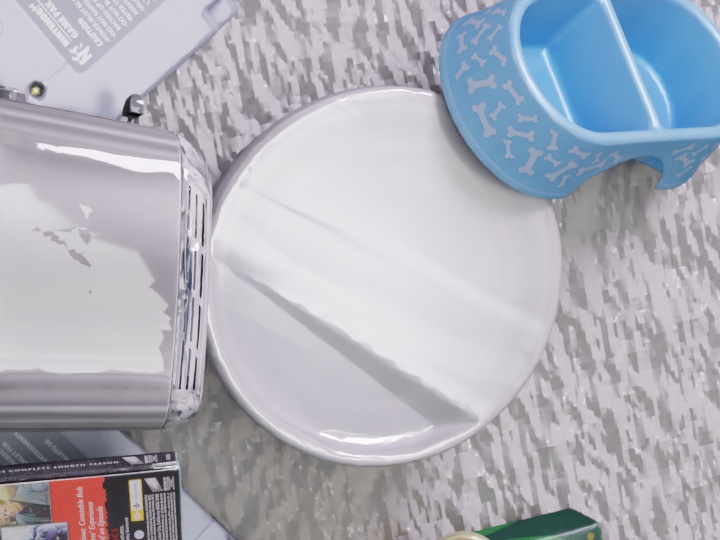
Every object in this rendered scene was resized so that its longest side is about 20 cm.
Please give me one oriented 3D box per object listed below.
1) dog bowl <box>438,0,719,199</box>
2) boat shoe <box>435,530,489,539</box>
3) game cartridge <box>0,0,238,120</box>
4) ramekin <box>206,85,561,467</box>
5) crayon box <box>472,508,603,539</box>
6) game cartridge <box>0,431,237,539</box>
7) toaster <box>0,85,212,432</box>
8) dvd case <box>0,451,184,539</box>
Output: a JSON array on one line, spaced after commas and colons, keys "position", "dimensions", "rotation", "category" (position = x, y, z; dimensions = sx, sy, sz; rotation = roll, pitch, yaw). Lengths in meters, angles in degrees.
[{"position": [0.131, -0.101, 1.435], "dimensions": [0.199, 0.050, 0.112], "rotation": [-5, 69, -44], "category": "dog bowl"}, {"position": [0.014, 0.229, 1.426], "dimensions": [0.073, 0.063, 0.201], "rotation": [45, 84, -15], "category": "boat shoe"}, {"position": [-0.175, -0.170, 1.399], "dimensions": [0.133, 0.041, 0.200], "rotation": [-42, 105, -12], "category": "game cartridge"}, {"position": [0.000, 0.000, 1.436], "dimensions": [0.201, 0.094, 0.203], "rotation": [-2, 96, -17], "category": "ramekin"}, {"position": [0.046, 0.219, 1.494], "dimensions": [0.199, 0.051, 0.128], "rotation": [-13, 99, -14], "category": "crayon box"}, {"position": [-0.166, 0.139, 1.432], "dimensions": [0.133, 0.040, 0.200], "rotation": [-47, 105, -11], "category": "game cartridge"}, {"position": [-0.148, 0.009, 1.354], "dimensions": [0.129, 0.114, 0.201], "rotation": [3, 87, -15], "category": "toaster"}, {"position": [-0.187, 0.165, 1.359], "dimensions": [0.199, 0.022, 0.147], "rotation": [-5, 116, -7], "category": "dvd case"}]
